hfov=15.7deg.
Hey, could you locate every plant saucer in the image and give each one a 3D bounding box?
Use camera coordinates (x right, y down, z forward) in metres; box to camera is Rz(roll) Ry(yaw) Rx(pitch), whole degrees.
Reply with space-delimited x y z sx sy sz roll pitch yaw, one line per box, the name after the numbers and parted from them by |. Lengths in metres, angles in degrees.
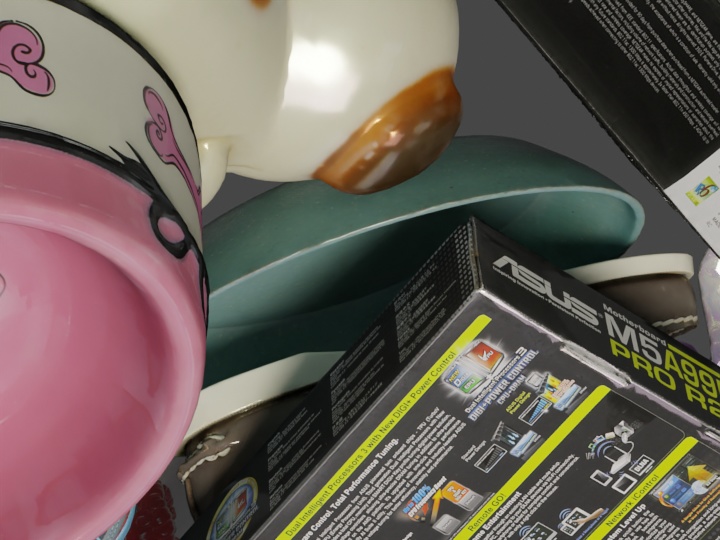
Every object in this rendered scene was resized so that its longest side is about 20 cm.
0.000 0.000 0.914 0.200 0.036 0.200 -17 164 -5 | plant saucer

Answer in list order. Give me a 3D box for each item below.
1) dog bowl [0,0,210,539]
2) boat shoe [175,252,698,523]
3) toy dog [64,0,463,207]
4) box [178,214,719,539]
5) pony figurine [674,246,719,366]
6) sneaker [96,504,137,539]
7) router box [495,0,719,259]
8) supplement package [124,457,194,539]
-0.130 0.017 0.699 0.200 0.074 0.200 -14 140 -12 | dog bowl
0.031 0.048 0.933 0.200 0.060 0.072 -18 165 -4 | boat shoe
-0.059 -0.089 0.792 0.200 0.140 0.194 13 136 -45 | toy dog
0.040 0.097 0.886 0.160 0.044 0.200 30 118 -20 | box
0.162 0.062 0.983 0.193 0.200 0.167 -33 135 -5 | pony figurine
-0.170 0.117 0.955 0.200 0.096 0.079 -28 96 8 | sneaker
0.064 -0.096 0.803 0.051 0.149 0.200 -40 133 7 | router box
-0.067 0.158 1.027 0.200 0.121 0.120 -30 134 10 | supplement package
